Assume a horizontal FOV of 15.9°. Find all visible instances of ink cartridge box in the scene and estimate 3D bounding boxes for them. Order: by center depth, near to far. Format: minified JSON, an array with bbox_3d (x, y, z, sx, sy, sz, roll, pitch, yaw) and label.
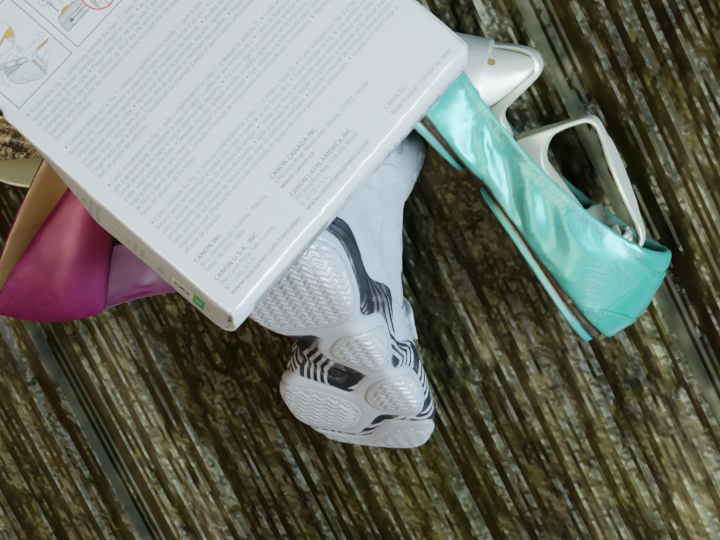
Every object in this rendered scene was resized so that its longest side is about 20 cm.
[{"bbox_3d":[-0.078,-0.098,1.107,0.200,0.161,0.050,40,166,4],"label":"ink cartridge box"}]

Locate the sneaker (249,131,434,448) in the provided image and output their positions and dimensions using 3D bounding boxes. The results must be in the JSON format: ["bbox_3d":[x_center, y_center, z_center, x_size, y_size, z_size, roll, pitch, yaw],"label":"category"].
[{"bbox_3d":[0.000,0.000,1.223,0.075,0.115,0.200,4,150,21],"label":"sneaker"}]

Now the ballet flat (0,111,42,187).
[{"bbox_3d":[-0.134,-0.074,1.245,0.199,0.068,0.075,-3,133,15],"label":"ballet flat"}]

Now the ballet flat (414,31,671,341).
[{"bbox_3d":[0.070,-0.061,1.176,0.070,0.067,0.200,-40,96,8],"label":"ballet flat"}]

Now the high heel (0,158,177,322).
[{"bbox_3d":[-0.133,-0.070,1.156,0.096,0.067,0.200,-10,109,-8],"label":"high heel"}]
